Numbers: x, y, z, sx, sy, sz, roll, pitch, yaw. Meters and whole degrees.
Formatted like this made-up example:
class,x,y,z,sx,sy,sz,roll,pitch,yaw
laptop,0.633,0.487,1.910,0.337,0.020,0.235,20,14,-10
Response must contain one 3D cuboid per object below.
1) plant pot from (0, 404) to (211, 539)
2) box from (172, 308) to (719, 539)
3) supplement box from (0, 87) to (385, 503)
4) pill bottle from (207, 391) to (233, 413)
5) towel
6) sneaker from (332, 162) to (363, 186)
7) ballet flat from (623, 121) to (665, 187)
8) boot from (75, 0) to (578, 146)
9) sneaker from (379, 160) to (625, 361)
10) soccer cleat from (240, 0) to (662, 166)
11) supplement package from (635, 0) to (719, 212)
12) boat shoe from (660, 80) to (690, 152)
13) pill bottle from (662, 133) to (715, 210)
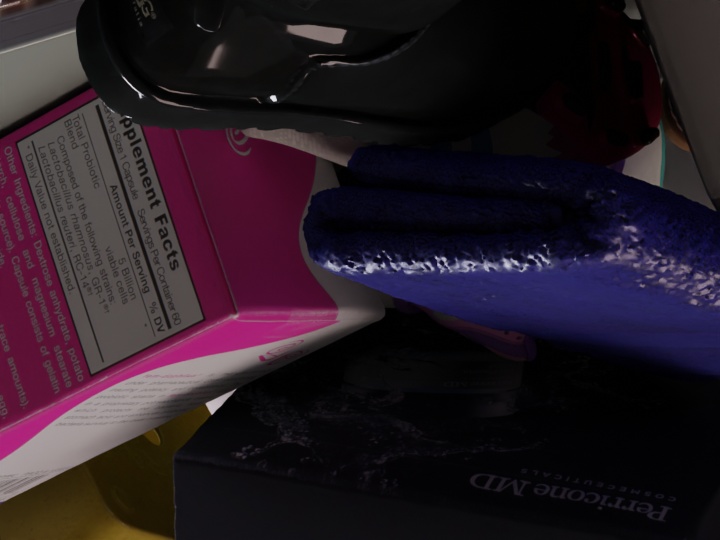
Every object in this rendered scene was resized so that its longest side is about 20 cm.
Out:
class,x,y,z,sx,sy,sz,roll,pitch,yaw
plant pot,-0.151,0.122,1.239,0.176,0.200,0.200,-42,146,16
box,0.056,0.093,1.107,0.196,0.118,0.200,8,-154,19
supplement box,-0.107,0.010,1.054,0.199,0.104,0.101,-25,167,28
pill bottle,0.011,0.133,1.397,0.114,0.201,0.114,-24,167,-6
towel,0.096,-0.002,0.973,0.147,0.050,0.200,-1,167,45
sneaker,-0.051,-0.002,1.155,0.200,0.076,0.115,-27,165,20
ballet flat,0.077,0.007,1.266,0.069,0.069,0.201,-12,136,-35
boot,0.025,-0.098,0.855,0.198,0.074,0.162,-6,163,-37
sneaker,0.075,-0.021,1.128,0.200,0.088,0.081,-38,156,-53
soccer cleat,0.033,-0.070,1.042,0.086,0.070,0.200,-8,175,36
supplement package,0.170,-0.083,1.040,0.121,0.120,0.200,-20,168,8
boat shoe,0.226,-0.091,1.220,0.199,0.071,0.070,-18,172,-9
pill bottle,0.131,0.020,1.351,0.114,0.114,0.200,-12,142,-34
